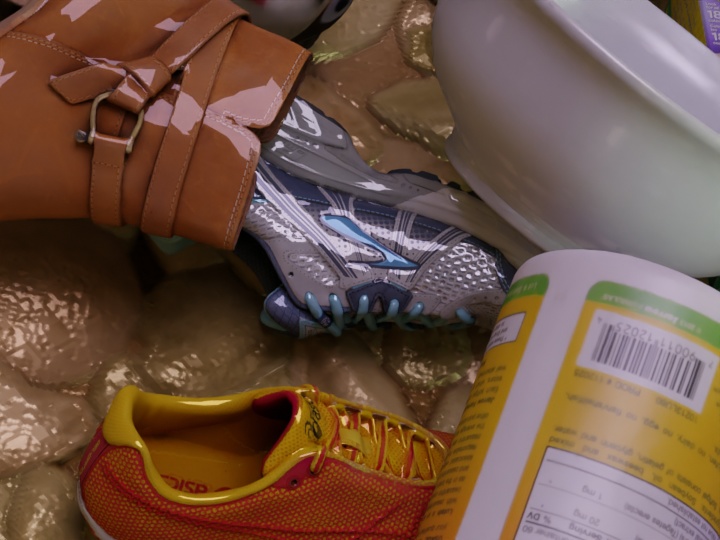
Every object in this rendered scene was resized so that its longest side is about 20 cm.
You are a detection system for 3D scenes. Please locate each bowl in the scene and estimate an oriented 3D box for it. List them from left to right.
[{"bbox_3d":[0.099,-0.058,1.247,0.201,0.091,0.201,35,15,-10],"label":"bowl"}]

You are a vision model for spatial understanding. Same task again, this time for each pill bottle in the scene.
[{"bbox_3d":[0.079,0.103,1.137,0.111,0.111,0.201,21,71,1],"label":"pill bottle"}]

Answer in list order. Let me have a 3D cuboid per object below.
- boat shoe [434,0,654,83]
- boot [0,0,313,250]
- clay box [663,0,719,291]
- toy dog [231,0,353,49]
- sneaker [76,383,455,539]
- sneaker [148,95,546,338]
[{"bbox_3d":[0.075,-0.141,1.404,0.073,0.063,0.201,-13,56,-27],"label":"boat shoe"},{"bbox_3d":[-0.121,-0.039,1.211,0.155,0.077,0.201,26,75,1],"label":"boot"},{"bbox_3d":[0.208,-0.074,1.400,0.114,0.048,0.201,7,49,-13],"label":"clay box"},{"bbox_3d":[-0.095,-0.151,1.330,0.199,0.140,0.194,11,14,-7],"label":"toy dog"},{"bbox_3d":[-0.009,0.083,1.178,0.199,0.077,0.073,2,49,-22],"label":"sneaker"},{"bbox_3d":[0.000,0.000,1.269,0.199,0.078,0.087,27,71,2],"label":"sneaker"}]
